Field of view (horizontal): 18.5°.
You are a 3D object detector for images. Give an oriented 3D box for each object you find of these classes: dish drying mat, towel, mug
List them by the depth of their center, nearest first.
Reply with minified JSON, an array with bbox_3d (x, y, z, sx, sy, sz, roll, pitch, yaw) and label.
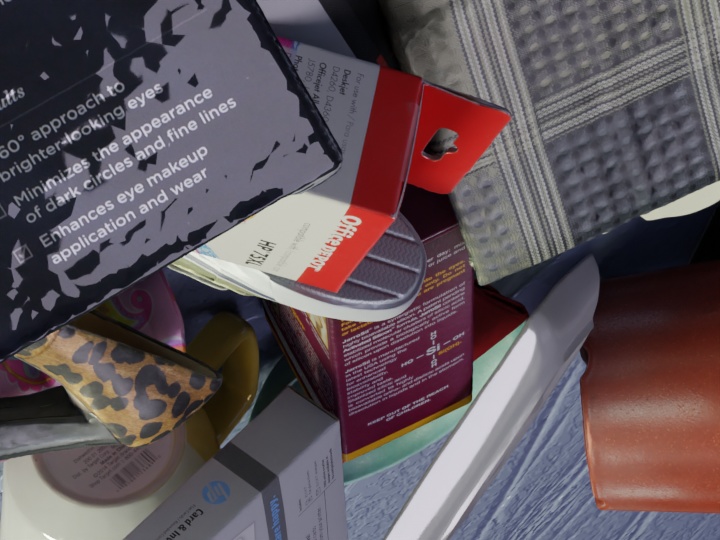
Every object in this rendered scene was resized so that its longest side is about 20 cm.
[{"bbox_3d":[0.113,-0.103,1.028,0.191,0.035,0.201,-24,132,-4],"label":"towel"},{"bbox_3d":[-0.133,0.114,1.224,0.148,0.188,0.154,1,147,0],"label":"mug"},{"bbox_3d":[0.007,0.074,1.326,0.200,0.018,0.077,-39,151,18],"label":"dish drying mat"}]

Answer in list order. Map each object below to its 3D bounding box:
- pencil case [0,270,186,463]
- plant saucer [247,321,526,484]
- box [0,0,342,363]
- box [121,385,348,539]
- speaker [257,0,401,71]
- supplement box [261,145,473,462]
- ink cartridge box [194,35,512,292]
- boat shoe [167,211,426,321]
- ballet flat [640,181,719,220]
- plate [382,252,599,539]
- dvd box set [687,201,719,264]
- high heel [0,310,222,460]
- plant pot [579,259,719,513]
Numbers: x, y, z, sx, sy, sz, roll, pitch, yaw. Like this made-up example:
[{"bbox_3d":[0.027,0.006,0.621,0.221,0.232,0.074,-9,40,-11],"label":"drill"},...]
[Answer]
[{"bbox_3d":[-0.185,0.056,1.119,0.199,0.088,0.088,-22,151,-14],"label":"pencil case"},{"bbox_3d":[0.009,0.067,1.372,0.199,0.036,0.200,-24,152,-13],"label":"plant saucer"},{"bbox_3d":[-0.143,-0.086,0.791,0.196,0.118,0.201,-30,117,-1],"label":"box"},{"bbox_3d":[-0.085,0.177,1.158,0.200,0.041,0.157,-41,148,-29],"label":"box"},{"bbox_3d":[-0.033,-0.121,0.973,0.081,0.081,0.200,-32,152,3],"label":"speaker"},{"bbox_3d":[0.000,0.000,1.172,0.085,0.111,0.200,-25,152,-12],"label":"supplement box"},{"bbox_3d":[-0.047,-0.050,0.954,0.199,0.068,0.116,15,161,-8],"label":"ink cartridge box"},{"bbox_3d":[-0.065,-0.027,1.040,0.199,0.072,0.062,22,159,-4],"label":"boat shoe"},{"bbox_3d":[0.141,-0.056,1.170,0.199,0.073,0.072,-9,172,43],"label":"ballet flat"},{"bbox_3d":[0.080,0.092,1.313,0.200,0.032,0.200,-59,172,17],"label":"plate"},{"bbox_3d":[0.324,-0.056,1.481,0.199,0.030,0.147,-18,150,-22],"label":"dvd box set"},{"bbox_3d":[-0.139,-0.001,1.032,0.141,0.072,0.201,-10,123,-13],"label":"high heel"},{"bbox_3d":[0.242,0.074,1.417,0.194,0.202,0.201,-5,154,10],"label":"plant pot"}]
